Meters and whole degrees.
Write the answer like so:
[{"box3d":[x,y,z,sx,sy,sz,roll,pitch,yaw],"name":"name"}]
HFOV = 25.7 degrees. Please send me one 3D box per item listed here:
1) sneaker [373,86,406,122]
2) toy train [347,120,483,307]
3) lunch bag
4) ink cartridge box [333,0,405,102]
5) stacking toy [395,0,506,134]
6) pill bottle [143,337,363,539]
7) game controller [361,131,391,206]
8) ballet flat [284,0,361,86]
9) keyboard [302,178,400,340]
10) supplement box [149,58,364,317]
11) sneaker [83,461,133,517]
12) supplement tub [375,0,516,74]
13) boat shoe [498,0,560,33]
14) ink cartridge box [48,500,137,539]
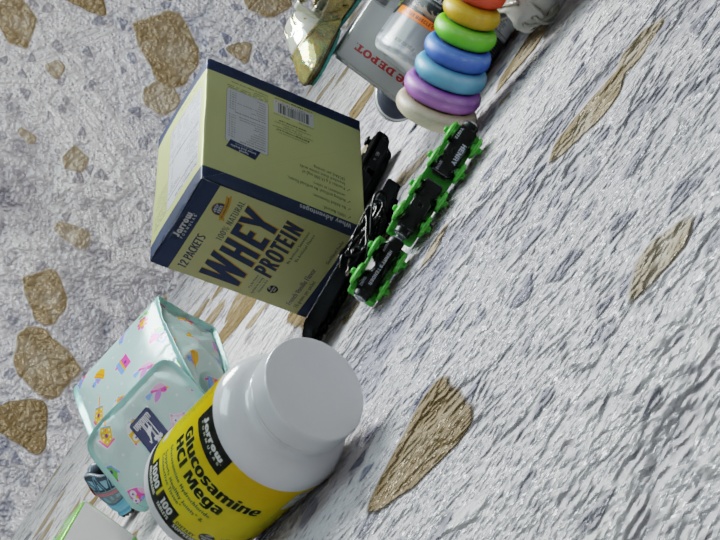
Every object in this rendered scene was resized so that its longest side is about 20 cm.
[{"box3d":[0.087,-0.270,1.926,0.201,0.078,0.079,-53,4,-2],"name":"sneaker"},{"box3d":[0.051,-0.053,1.469,0.201,0.042,0.056,-57,-1,-11],"name":"toy train"},{"box3d":[-0.233,0.160,1.838,0.170,0.122,0.201,-45,39,16],"name":"lunch bag"},{"box3d":[0.079,-0.287,1.815,0.201,0.145,0.084,-54,9,3],"name":"ink cartridge box"},{"box3d":[0.102,-0.237,1.542,0.086,0.085,0.201,-74,2,-64],"name":"stacking toy"},{"box3d":[-0.082,0.135,1.231,0.200,0.112,0.113,-45,13,45],"name":"pill bottle"},{"box3d":[-0.018,-0.081,1.901,0.104,0.042,0.201,-45,13,46],"name":"game controller"},{"box3d":[-0.051,-0.279,1.797,0.071,0.070,0.201,-47,13,39],"name":"ballet flat"},{"box3d":[0.000,0.000,1.591,0.104,0.039,0.201,96,-160,-59],"name":"keyboard"},{"box3d":[-0.112,-0.090,1.733,0.134,0.199,0.201,-52,27,38],"name":"supplement box"},{"box3d":[-0.273,0.211,1.968,0.201,0.095,0.079,-53,10,9],"name":"sneaker"},{"box3d":[0.117,-0.290,1.713,0.201,0.122,0.123,-54,9,2],"name":"supplement tub"},{"box3d":[0.171,-0.271,1.564,0.070,0.071,0.199,-11,8,-31],"name":"boat shoe"},{"box3d":[-0.357,0.384,1.816,0.200,0.084,0.146,-48,11,35],"name":"ink cartridge box"}]
